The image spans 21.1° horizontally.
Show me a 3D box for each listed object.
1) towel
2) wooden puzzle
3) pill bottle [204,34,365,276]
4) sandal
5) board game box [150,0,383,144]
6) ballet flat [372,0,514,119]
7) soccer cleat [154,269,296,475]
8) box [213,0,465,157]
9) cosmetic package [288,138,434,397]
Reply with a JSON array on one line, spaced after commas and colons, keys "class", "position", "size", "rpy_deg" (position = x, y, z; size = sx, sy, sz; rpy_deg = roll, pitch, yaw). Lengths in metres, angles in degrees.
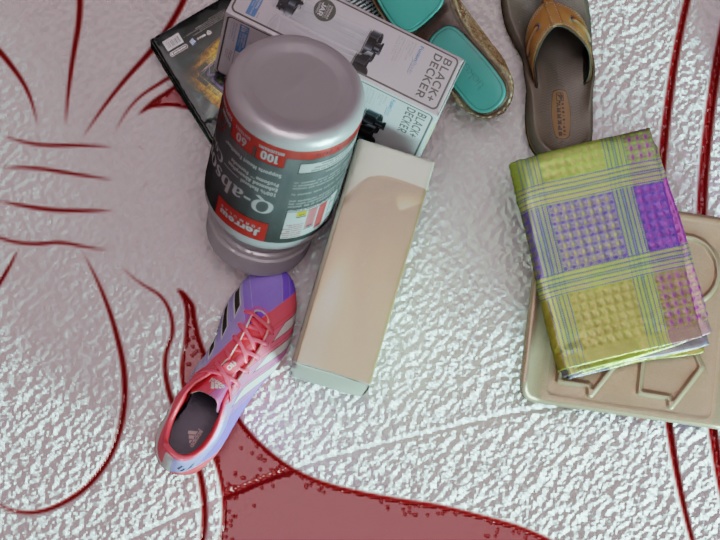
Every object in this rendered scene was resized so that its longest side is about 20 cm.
[{"class": "towel", "position": [0.214, -0.012, 1.674], "size": [0.142, 0.023, 0.202], "rpy_deg": [-13, 83, -10]}, {"class": "wooden puzzle", "position": [0.241, 0.037, 1.705], "size": [0.198, 0.046, 0.187], "rpy_deg": [9, 80, -8]}, {"class": "pill bottle", "position": [-0.069, -0.090, 1.610], "size": [0.115, 0.201, 0.117], "rpy_deg": [7, 53, -9]}, {"class": "sandal", "position": [0.172, -0.194, 1.730], "size": [0.081, 0.055, 0.202], "rpy_deg": [-2, 81, -5]}, {"class": "board game box", "position": [-0.069, -0.196, 1.725], "size": [0.199, 0.028, 0.136], "rpy_deg": [-31, 84, -9]}, {"class": "ballet flat", "position": [0.067, -0.220, 1.722], "size": [0.070, 0.065, 0.201], "rpy_deg": [-33, 90, 13]}, {"class": "soccer cleat", "position": [-0.112, 0.085, 1.650], "size": [0.066, 0.076, 0.201], "rpy_deg": [31, 80, 1]}, {"class": "box", "position": [-0.020, -0.175, 1.649], "size": [0.199, 0.117, 0.060], "rpy_deg": [26, 68, -1]}, {"class": "cosmetic package", "position": [0.000, 0.000, 1.660], "size": [0.070, 0.105, 0.202], "rpy_deg": [16, 81, -2]}]
